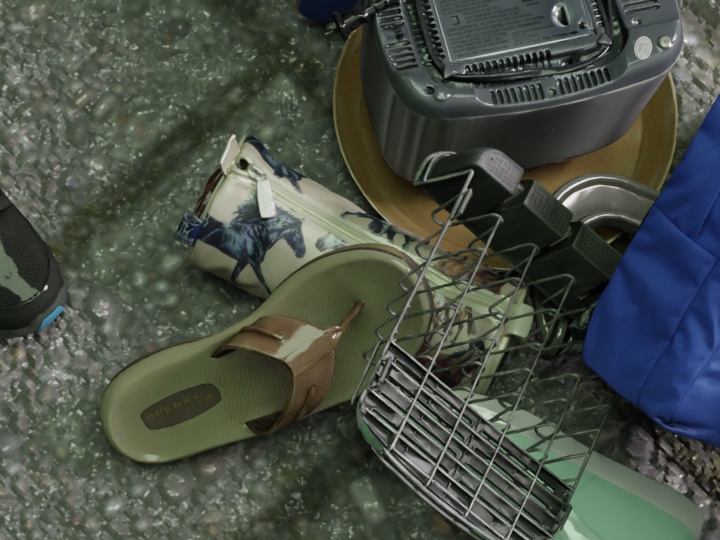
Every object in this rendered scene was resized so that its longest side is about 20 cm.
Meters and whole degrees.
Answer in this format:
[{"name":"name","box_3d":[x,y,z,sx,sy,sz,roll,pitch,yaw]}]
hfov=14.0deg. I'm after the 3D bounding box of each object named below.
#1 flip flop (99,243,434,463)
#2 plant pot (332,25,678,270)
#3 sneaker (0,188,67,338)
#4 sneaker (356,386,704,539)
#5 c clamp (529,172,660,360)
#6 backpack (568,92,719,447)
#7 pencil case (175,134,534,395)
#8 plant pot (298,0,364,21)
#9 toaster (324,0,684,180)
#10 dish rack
[{"name":"flip flop","box_3d":[-0.051,0.053,1.575,0.200,0.058,0.081,-24,108,11]},{"name":"plant pot","box_3d":[0.083,-0.089,1.696,0.199,0.027,0.201,1,69,-3]},{"name":"sneaker","box_3d":[-0.242,-0.043,1.623,0.200,0.082,0.073,43,70,10]},{"name":"sneaker","box_3d":[0.077,0.143,1.577,0.200,0.074,0.118,24,66,-1]},{"name":"c clamp","box_3d":[0.177,0.040,1.637,0.200,0.027,0.171,27,68,-6]},{"name":"backpack","box_3d":[0.240,0.001,1.486,0.162,0.168,0.200,16,104,-38]},{"name":"pencil case","box_3d":[0.000,0.000,1.622,0.200,0.089,0.078,27,72,5]},{"name":"plant pot","box_3d":[-0.005,-0.271,1.665,0.180,0.200,0.200,44,69,9]},{"name":"toaster","box_3d":[0.076,-0.118,1.623,0.199,0.129,0.114,-13,70,-10]},{"name":"dish rack","box_3d":[0.070,0.045,1.526,0.153,0.055,0.200,39,56,-19]}]
